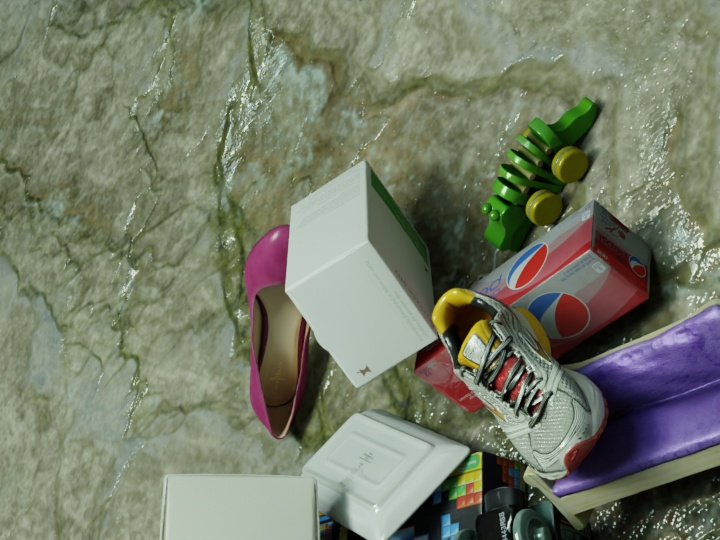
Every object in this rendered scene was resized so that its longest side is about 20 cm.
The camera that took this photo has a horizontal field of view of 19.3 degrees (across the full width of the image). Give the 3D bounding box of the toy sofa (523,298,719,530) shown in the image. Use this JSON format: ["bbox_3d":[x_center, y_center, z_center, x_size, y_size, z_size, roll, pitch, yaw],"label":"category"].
[{"bbox_3d":[0.210,0.106,1.531,0.200,0.098,0.083,-25,26,40],"label":"toy sofa"}]

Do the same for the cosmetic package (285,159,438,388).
[{"bbox_3d":[0.000,0.000,1.755,0.085,0.108,0.200,-32,20,10],"label":"cosmetic package"}]

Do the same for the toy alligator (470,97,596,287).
[{"bbox_3d":[0.127,-0.060,1.749,0.200,0.054,0.059,-59,40,13],"label":"toy alligator"}]

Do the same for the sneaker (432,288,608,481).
[{"bbox_3d":[0.109,0.082,1.549,0.078,0.082,0.200,-54,36,11],"label":"sneaker"}]

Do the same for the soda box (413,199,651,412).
[{"bbox_3d":[0.134,0.031,1.678,0.200,0.070,0.063,-37,27,34],"label":"soda box"}]

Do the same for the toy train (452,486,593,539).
[{"bbox_3d":[0.132,0.260,1.564,0.085,0.114,0.200,-25,58,33],"label":"toy train"}]

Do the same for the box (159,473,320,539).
[{"bbox_3d":[-0.102,0.261,1.747,0.200,0.128,0.109,98,172,-55],"label":"box"}]

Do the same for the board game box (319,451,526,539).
[{"bbox_3d":[0.046,0.250,1.715,0.200,0.057,0.165,-23,57,43],"label":"board game box"}]

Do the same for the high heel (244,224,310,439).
[{"bbox_3d":[-0.066,0.054,1.871,0.200,0.067,0.096,93,168,-46],"label":"high heel"}]

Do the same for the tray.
[{"bbox_3d":[0.009,0.161,1.747,0.107,0.022,0.200,-46,20,-12],"label":"tray"}]
